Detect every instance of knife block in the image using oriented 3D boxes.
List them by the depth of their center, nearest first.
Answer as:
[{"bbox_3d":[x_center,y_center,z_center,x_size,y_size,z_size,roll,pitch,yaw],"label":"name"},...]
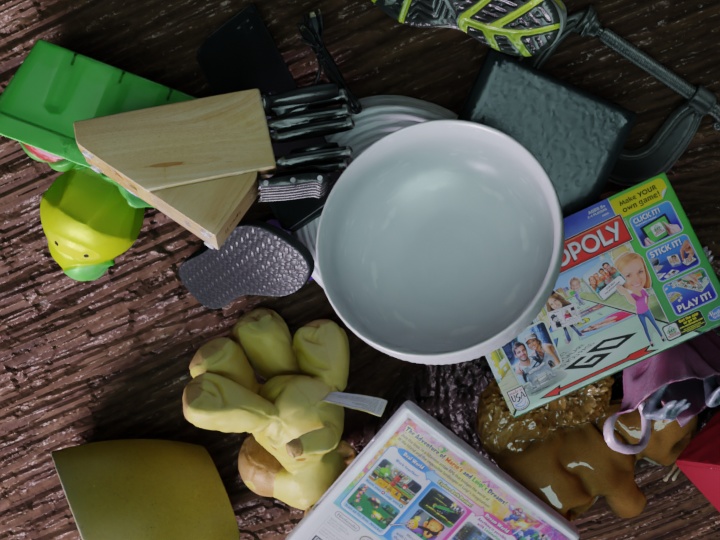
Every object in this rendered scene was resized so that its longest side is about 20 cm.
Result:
[{"bbox_3d":[-0.110,-0.117,1.089,0.200,0.064,0.176,33,79,2],"label":"knife block"}]

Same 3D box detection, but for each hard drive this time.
[{"bbox_3d":[0.134,-0.072,1.136,0.139,0.033,0.200,23,100,-5],"label":"hard drive"}]

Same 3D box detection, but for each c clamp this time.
[{"bbox_3d":[0.239,-0.165,1.166,0.200,0.027,0.171,27,116,-6],"label":"c clamp"}]

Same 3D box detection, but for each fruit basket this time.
[{"bbox_3d":[-0.238,-0.083,1.185,0.215,0.156,0.216,0,94,-1],"label":"fruit basket"}]

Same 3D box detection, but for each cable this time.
[{"bbox_3d":[0.030,-0.056,1.189,0.200,0.069,0.200,34,101,-7],"label":"cable"}]

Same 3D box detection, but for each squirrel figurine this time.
[{"bbox_3d":[0.214,0.143,1.226,0.186,0.142,0.200,-31,108,9],"label":"squirrel figurine"}]

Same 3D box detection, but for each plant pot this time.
[{"bbox_3d":[-0.202,0.244,1.289,0.142,0.200,0.201,-22,109,-15],"label":"plant pot"}]

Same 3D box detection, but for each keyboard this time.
[{"bbox_3d":[-0.059,-0.147,1.154,0.127,0.021,0.200,-33,76,21],"label":"keyboard"}]

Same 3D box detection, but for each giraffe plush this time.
[{"bbox_3d":[-0.063,0.155,1.246,0.200,0.173,0.163,24,137,29],"label":"giraffe plush"}]

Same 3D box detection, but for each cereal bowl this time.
[{"bbox_3d":[0.069,-0.017,1.069,0.199,0.083,0.201,-4,73,13],"label":"cereal bowl"}]

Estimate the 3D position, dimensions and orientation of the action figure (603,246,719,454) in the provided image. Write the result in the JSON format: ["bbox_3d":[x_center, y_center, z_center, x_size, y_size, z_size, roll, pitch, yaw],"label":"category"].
[{"bbox_3d":[0.256,0.046,1.178,0.134,0.200,0.149,14,127,-48],"label":"action figure"}]

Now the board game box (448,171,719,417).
[{"bbox_3d":[0.191,0.021,1.097,0.200,0.029,0.135,-26,79,7],"label":"board game box"}]

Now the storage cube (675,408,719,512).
[{"bbox_3d":[0.426,0.174,1.159,0.200,0.180,0.171,47,73,-13],"label":"storage cube"}]

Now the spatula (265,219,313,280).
[{"bbox_3d":[0.000,0.000,1.250,0.199,0.021,0.057,16,110,-1],"label":"spatula"}]

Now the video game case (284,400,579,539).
[{"bbox_3d":[0.063,0.241,1.180,0.200,0.024,0.182,38,106,-8],"label":"video game case"}]

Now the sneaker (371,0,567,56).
[{"bbox_3d":[0.084,-0.239,1.130,0.200,0.076,0.076,30,114,14],"label":"sneaker"}]

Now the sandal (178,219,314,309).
[{"bbox_3d":[-0.102,-0.013,1.199,0.200,0.048,0.075,-13,117,54],"label":"sandal"}]
